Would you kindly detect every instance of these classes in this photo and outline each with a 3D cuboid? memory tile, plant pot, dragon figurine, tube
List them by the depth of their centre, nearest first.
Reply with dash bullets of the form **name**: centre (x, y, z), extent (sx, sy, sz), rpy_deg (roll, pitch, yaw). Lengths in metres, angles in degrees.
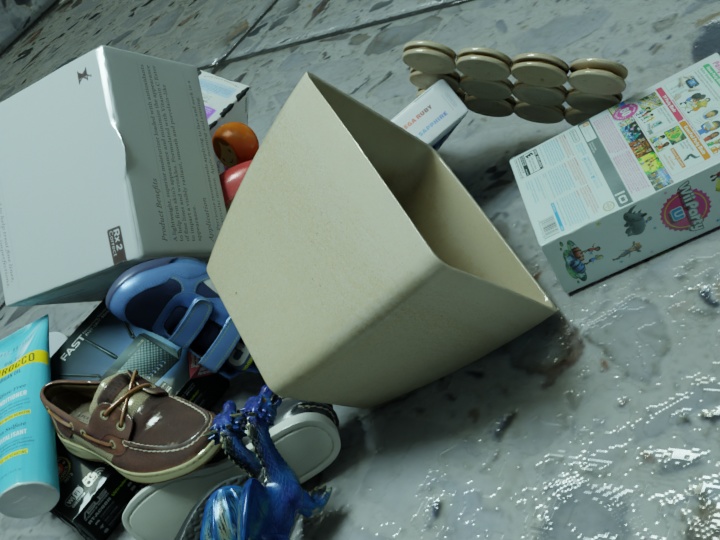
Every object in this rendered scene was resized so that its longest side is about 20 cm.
- **dragon figurine**: centre (-0.077, 0.185, 0.679), extent (0.059, 0.099, 0.201), rpy_deg (-24, 44, 41)
- **plant pot**: centre (0.000, 0.000, 0.752), extent (0.177, 0.200, 0.200), rpy_deg (-44, 58, 19)
- **tube**: centre (-0.308, 0.128, 0.860), extent (0.077, 0.050, 0.200), rpy_deg (-26, 46, 0)
- **memory tile**: centre (0.141, -0.170, 0.874), extent (0.199, 0.153, 0.017), rpy_deg (11, 82, 14)

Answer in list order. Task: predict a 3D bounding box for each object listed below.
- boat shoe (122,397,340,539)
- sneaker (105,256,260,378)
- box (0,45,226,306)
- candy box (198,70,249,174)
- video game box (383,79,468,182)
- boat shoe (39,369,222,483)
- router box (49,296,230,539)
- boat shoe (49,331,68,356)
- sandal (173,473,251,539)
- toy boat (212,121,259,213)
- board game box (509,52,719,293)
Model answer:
- **boat shoe**: centre (-0.107, 0.160, 0.782), extent (0.200, 0.074, 0.060), rpy_deg (-33, 25, 12)
- **sneaker**: centre (-0.132, 0.048, 0.856), extent (0.074, 0.200, 0.082), rpy_deg (-51, 43, 24)
- **box**: centre (-0.252, -0.083, 0.923), extent (0.200, 0.200, 0.131), rpy_deg (-16, -8, 32)
- **candy box**: centre (-0.207, -0.114, 1.125), extent (0.071, 0.168, 0.200), rpy_deg (19, 43, 10)
- **video game box**: centre (0.010, -0.094, 0.946), extent (0.182, 0.047, 0.200), rpy_deg (-38, -1, -8)
- **boat shoe**: centre (-0.195, 0.120, 0.781), extent (0.200, 0.072, 0.072), rpy_deg (3, 42, 41)
- **router box**: centre (-0.244, 0.136, 0.903), extent (0.150, 0.062, 0.200), rpy_deg (23, 62, 30)
- **boat shoe**: centre (-0.298, 0.149, 0.986), extent (0.068, 0.057, 0.200), rpy_deg (-25, 50, -5)
- **sandal**: centre (-0.126, 0.236, 0.706), extent (0.048, 0.075, 0.201), rpy_deg (-21, 30, 54)
- **toy boat**: centre (-0.110, -0.104, 1.019), extent (0.130, 0.131, 0.200), rpy_deg (-42, -1, 28)
- **board game box**: centre (0.237, -0.083, 0.790), extent (0.200, 0.064, 0.148), rpy_deg (-27, 33, 16)
